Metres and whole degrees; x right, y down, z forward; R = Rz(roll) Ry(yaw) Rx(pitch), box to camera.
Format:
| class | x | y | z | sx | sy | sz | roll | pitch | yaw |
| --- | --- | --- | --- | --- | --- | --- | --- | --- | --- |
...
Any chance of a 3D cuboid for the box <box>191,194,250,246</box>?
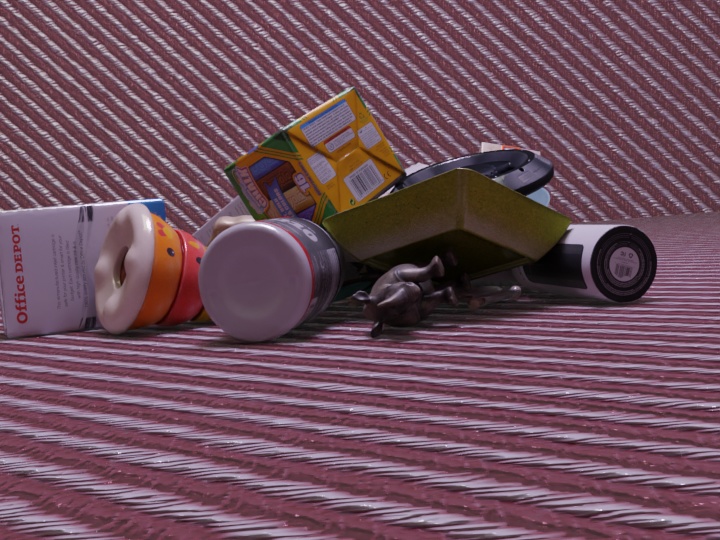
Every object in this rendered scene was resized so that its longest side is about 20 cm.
| class | x | y | z | sx | sy | sz | roll | pitch | yaw |
| --- | --- | --- | --- | --- | --- | --- | --- | --- | --- |
| box | -0.117 | -0.066 | 1.453 | 0.199 | 0.107 | 0.152 | -36 | -5 | 29 |

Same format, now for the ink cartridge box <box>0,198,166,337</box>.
| class | x | y | z | sx | sy | sz | roll | pitch | yaw |
| --- | --- | --- | --- | --- | --- | --- | --- | --- | --- |
| ink cartridge box | -0.335 | -0.006 | 1.244 | 0.198 | 0.148 | 0.086 | -6 | 5 | -21 |

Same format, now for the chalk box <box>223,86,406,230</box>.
| class | x | y | z | sx | sy | sz | roll | pitch | yaw |
| --- | --- | --- | --- | --- | --- | --- | --- | --- | --- |
| chalk box | -0.067 | -0.111 | 1.230 | 0.125 | 0.125 | 0.199 | -38 | 11 | -35 |

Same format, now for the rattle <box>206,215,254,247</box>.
| class | x | y | z | sx | sy | sz | roll | pitch | yaw |
| --- | --- | --- | --- | --- | --- | --- | --- | --- | --- |
| rattle | -0.107 | 0.015 | 1.299 | 0.198 | 0.131 | 0.143 | 22 | 14 | -5 |

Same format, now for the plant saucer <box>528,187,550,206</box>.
| class | x | y | z | sx | sy | sz | roll | pitch | yaw |
| --- | --- | --- | --- | --- | --- | --- | --- | --- | --- |
| plant saucer | 0.144 | -0.056 | 1.304 | 0.199 | 0.039 | 0.201 | -15 | 20 | 5 |

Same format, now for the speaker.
| class | x | y | z | sx | sy | sz | roll | pitch | yaw |
| --- | --- | --- | --- | --- | --- | --- | --- | --- | --- |
| speaker | 0.240 | -0.011 | 1.139 | 0.080 | 0.082 | 0.200 | -6 | 5 | -16 |

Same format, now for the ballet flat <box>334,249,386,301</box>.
| class | x | y | z | sx | sy | sz | roll | pitch | yaw |
| --- | --- | --- | --- | --- | --- | --- | --- | --- | --- |
| ballet flat | 0.000 | 0.000 | 1.298 | 0.199 | 0.072 | 0.069 | -8 | -17 | -41 |

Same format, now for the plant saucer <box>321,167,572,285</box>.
| class | x | y | z | sx | sy | sz | roll | pitch | yaw |
| --- | --- | --- | --- | --- | --- | --- | --- | --- | --- |
| plant saucer | 0.093 | -0.032 | 1.100 | 0.199 | 0.048 | 0.199 | -18 | -26 | 40 |

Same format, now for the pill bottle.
| class | x | y | z | sx | sy | sz | roll | pitch | yaw |
| --- | --- | --- | --- | --- | --- | --- | --- | --- | --- |
| pill bottle | -0.082 | 0.003 | 1.063 | 0.113 | 0.115 | 0.200 | -4 | 4 | 11 |

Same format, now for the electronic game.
| class | x | y | z | sx | sy | sz | roll | pitch | yaw |
| --- | --- | --- | --- | --- | --- | --- | --- | --- | --- |
| electronic game | 0.123 | -0.097 | 1.186 | 0.198 | 0.042 | 0.200 | -14 | 16 | 4 |

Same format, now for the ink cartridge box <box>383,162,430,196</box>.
| class | x | y | z | sx | sy | sz | roll | pitch | yaw |
| --- | --- | --- | --- | --- | --- | --- | --- | --- | --- |
| ink cartridge box | 0.060 | -0.077 | 1.307 | 0.160 | 0.050 | 0.200 | -24 | 19 | -18 |

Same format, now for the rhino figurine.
| class | x | y | z | sx | sy | sz | roll | pitch | yaw |
| --- | --- | --- | --- | --- | --- | --- | --- | --- | --- |
| rhino figurine | 0.046 | 0.024 | 0.996 | 0.087 | 0.060 | 0.200 | -21 | 0 | 18 |

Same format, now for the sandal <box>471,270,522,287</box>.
| class | x | y | z | sx | sy | sz | roll | pitch | yaw |
| --- | --- | --- | --- | --- | --- | --- | --- | --- | --- |
| sandal | 0.163 | -0.005 | 1.297 | 0.200 | 0.050 | 0.082 | 0 | -4 | 0 |

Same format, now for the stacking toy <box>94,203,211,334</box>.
| class | x | y | z | sx | sy | sz | roll | pitch | yaw |
| --- | --- | --- | --- | --- | --- | --- | --- | --- | --- |
| stacking toy | -0.194 | 0.012 | 1.187 | 0.199 | 0.148 | 0.146 | 12 | -5 | -32 |

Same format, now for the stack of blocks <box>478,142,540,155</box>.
| class | x | y | z | sx | sy | sz | roll | pitch | yaw |
| --- | --- | --- | --- | --- | --- | --- | --- | --- | --- |
| stack of blocks | 0.211 | -0.091 | 1.515 | 0.114 | 0.059 | 0.201 | 8 | -37 | -3 |

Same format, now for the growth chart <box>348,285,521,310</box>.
| class | x | y | z | sx | sy | sz | roll | pitch | yaw |
| --- | --- | --- | --- | --- | --- | --- | --- | --- | --- |
| growth chart | 0.083 | 0.030 | 1.194 | 0.199 | 0.018 | 0.144 | -1 | 6 | 41 |
